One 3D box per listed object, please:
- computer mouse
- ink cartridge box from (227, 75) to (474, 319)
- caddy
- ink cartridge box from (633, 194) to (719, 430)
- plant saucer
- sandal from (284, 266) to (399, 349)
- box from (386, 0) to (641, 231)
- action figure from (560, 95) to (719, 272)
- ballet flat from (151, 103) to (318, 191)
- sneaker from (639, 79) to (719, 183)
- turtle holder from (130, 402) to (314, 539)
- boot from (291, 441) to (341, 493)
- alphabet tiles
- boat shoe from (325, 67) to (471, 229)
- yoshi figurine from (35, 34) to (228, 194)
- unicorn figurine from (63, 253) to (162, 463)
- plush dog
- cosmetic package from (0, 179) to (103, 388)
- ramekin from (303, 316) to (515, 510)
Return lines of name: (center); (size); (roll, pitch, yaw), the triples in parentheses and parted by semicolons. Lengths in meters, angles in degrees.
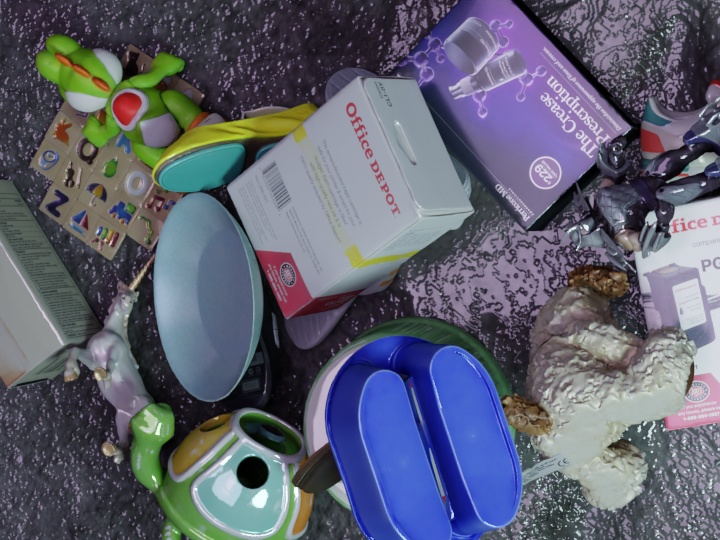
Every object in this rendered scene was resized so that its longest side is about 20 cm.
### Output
computer mouse: (-0.094, 0.037, 1.697); (0.140, 0.046, 0.201); (-20, 76, 29)
ink cartridge box: (-0.011, -0.067, 1.573); (0.200, 0.083, 0.146); (-35, 72, 39)
caddy: (0.052, 0.153, 1.467); (0.141, 0.105, 0.201); (-18, 90, -20)
ink cartridge box: (0.332, 0.031, 1.548); (0.144, 0.084, 0.201); (-11, 88, 17)
plant saucer: (-0.139, 0.024, 1.653); (0.201, 0.039, 0.202); (9, 101, 55)
sandal: (-0.005, -0.006, 1.671); (0.207, 0.059, 0.079); (-52, 60, 33)
box: (0.144, -0.156, 1.606); (0.141, 0.079, 0.200); (-45, 79, 16)
action figure: (0.262, -0.076, 1.499); (0.199, 0.069, 0.130); (-30, 53, 5)
ballet flat: (-0.116, -0.124, 1.651); (0.067, 0.199, 0.067); (61, 151, 31)
sneaker: (0.347, -0.127, 1.546); (0.199, 0.070, 0.094); (-3, 97, 20)
turtle holder: (-0.128, 0.195, 1.662); (0.185, 0.141, 0.132); (39, 117, 20)
boot: (0.036, 0.172, 1.547); (0.200, 0.075, 0.097); (-34, 79, 13)
alphabet tiles: (-0.246, -0.121, 1.763); (0.166, 0.006, 0.201); (34, 101, 14)
boat shoe: (0.031, -0.111, 1.643); (0.073, 0.067, 0.200); (-27, 56, -18)
yoshi figurine: (-0.232, -0.168, 1.720); (0.200, 0.113, 0.112); (35, 142, -1)
unicorn figurine: (-0.241, 0.101, 1.717); (0.073, 0.137, 0.201); (-5, 106, 11)
plush dog: (0.195, 0.091, 1.536); (0.159, 0.172, 0.201); (10, 127, -8)
cosmetic package: (-0.360, 0.012, 1.753); (0.087, 0.103, 0.201); (-35, 81, 17)
ramekin: (0.042, 0.146, 1.634); (0.199, 0.098, 0.201); (0, 92, 17)
